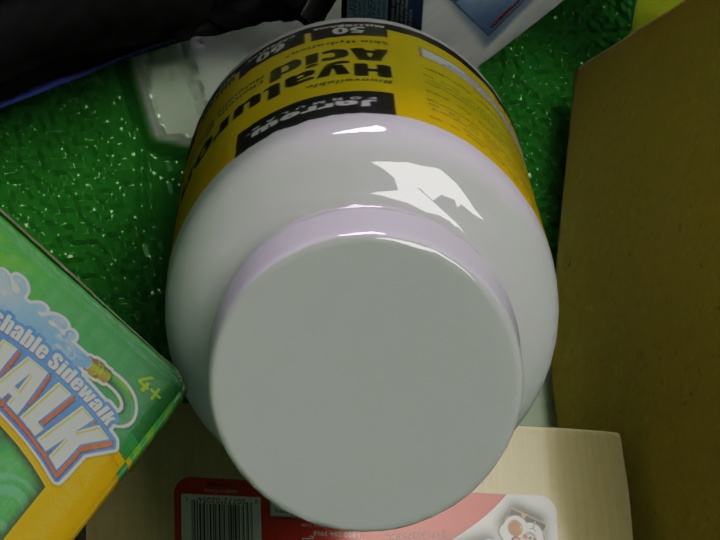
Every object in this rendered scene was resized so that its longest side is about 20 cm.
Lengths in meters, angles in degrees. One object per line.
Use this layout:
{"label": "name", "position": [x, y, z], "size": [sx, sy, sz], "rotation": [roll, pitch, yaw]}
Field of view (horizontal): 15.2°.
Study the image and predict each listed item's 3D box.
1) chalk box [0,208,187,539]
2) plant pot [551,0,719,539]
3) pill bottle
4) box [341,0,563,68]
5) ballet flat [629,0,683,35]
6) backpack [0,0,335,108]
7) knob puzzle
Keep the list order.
{"label": "chalk box", "position": [-0.140, 0.049, 0.727], "size": [0.125, 0.124, 0.200], "rotation": [40, 52, -5]}
{"label": "plant pot", "position": [0.174, 0.029, 0.884], "size": [0.195, 0.194, 0.201], "rotation": [23, 67, -18]}
{"label": "pill bottle", "position": [0.000, 0.000, 0.783], "size": [0.111, 0.112, 0.200], "rotation": [32, 14, -11]}
{"label": "box", "position": [0.076, -0.158, 0.895], "size": [0.038, 0.137, 0.200], "rotation": [37, 59, 25]}
{"label": "ballet flat", "position": [0.140, -0.115, 0.929], "size": [0.067, 0.201, 0.067], "rotation": [-15, 49, -25]}
{"label": "backpack", "position": [-0.104, -0.146, 0.824], "size": [0.147, 0.183, 0.200], "rotation": [39, 46, 24]}
{"label": "knob puzzle", "position": [0.001, 0.143, 0.813], "size": [0.219, 0.030, 0.221], "rotation": [7, 69, -18]}
